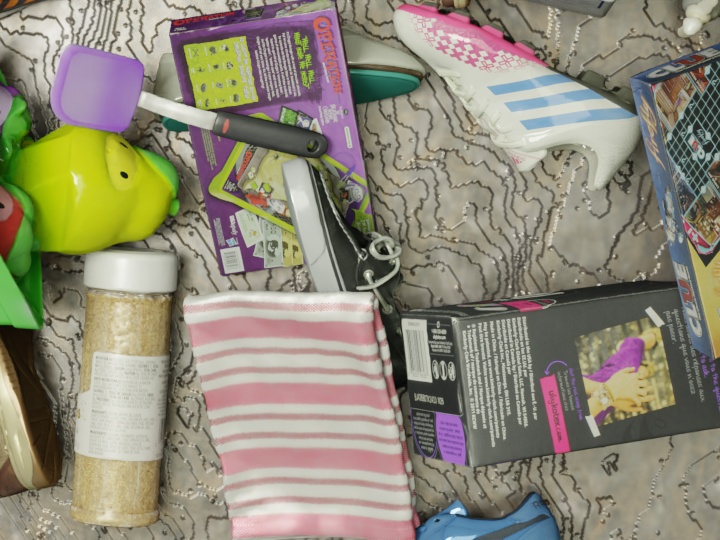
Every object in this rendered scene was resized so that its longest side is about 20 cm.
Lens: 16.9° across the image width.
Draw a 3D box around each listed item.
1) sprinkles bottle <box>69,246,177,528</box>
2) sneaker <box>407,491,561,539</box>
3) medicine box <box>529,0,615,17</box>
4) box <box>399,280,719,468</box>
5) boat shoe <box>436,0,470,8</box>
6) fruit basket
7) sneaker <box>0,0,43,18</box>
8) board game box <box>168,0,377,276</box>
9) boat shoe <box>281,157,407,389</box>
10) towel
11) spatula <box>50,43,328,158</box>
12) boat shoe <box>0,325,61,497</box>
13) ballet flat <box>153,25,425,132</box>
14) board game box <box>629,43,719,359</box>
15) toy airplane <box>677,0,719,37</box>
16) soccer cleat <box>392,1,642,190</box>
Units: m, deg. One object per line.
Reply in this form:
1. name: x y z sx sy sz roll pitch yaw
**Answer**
1. sprinkles bottle: -0.173 0.084 1.766 0.068 0.068 0.200 4 93 2
2. sneaker: 0.049 0.216 1.770 0.200 0.066 0.079 -17 81 3
3. medicine box: 0.146 -0.277 1.665 0.103 0.200 0.182 14 94 2
4. box: 0.142 0.068 1.696 0.200 0.122 0.106 -7 93 -18
5. boat shoe: 0.026 -0.275 1.718 0.072 0.072 0.200 -18 86 4
6. fruit basket: -0.234 -0.066 1.693 0.215 0.156 0.216 -7 53 10
7. sneaker: -0.227 -0.225 1.729 0.200 0.112 0.078 -24 92 4
8. board game box: -0.060 -0.094 1.729 0.120 0.032 0.200 -6 121 6
9. boat shoe: 0.000 0.001 1.730 0.068 0.074 0.200 -21 112 0
10. towel: -0.042 0.107 1.733 0.146 0.030 0.200 -3 114 19
11. spatula: -0.117 -0.108 1.687 0.200 0.021 0.057 15 103 -13
12. boat shoe: -0.278 0.068 1.760 0.072 0.072 0.200 -18 86 15
13. ballet flat: -0.055 -0.150 1.755 0.200 0.069 0.070 -9 93 4
14. board game box: 0.267 -0.056 1.626 0.135 0.035 0.200 -20 110 -14
15. toy airplane: 0.326 -0.179 1.691 0.200 0.141 0.199 -28 72 17
16. soccer cleat: 0.105 -0.123 1.740 0.200 0.070 0.086 25 91 0
